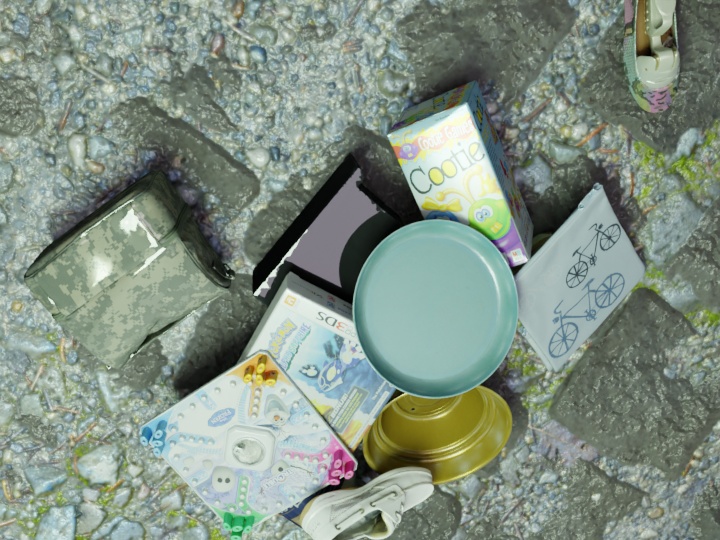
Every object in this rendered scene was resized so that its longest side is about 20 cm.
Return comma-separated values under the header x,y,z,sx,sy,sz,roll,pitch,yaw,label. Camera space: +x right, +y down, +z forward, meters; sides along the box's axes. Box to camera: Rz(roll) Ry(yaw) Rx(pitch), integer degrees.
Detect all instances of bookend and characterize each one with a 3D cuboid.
x,y,z,sx,sy,sz,roll,pitch,yaw,label
0.000,0.000,1.036,0.198,0.092,0.201,38,100,-17,bookend

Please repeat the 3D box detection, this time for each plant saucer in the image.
x,y,z,sx,sy,sz,roll,pitch,yaw,label
0.085,0.044,0.953,0.197,0.027,0.204,0,91,-12,plant saucer

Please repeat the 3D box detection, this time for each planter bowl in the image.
x,y,z,sx,sy,sz,roll,pitch,yaw,label
0.095,0.190,1.098,0.197,0.084,0.203,-5,129,-6,planter bowl

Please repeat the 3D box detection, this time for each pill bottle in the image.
x,y,z,sx,sy,sz,roll,pitch,yaw,label
-0.077,0.278,1.109,0.199,0.111,0.111,38,101,-15,pill bottle

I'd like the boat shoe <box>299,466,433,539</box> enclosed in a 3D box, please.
x,y,z,sx,sy,sz,roll,pitch,yaw,label
0.021,0.308,1.047,0.198,0.069,0.072,-11,130,-32,boat shoe

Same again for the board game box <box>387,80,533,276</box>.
x,y,z,sx,sy,sz,roll,pitch,yaw,label
0.124,-0.104,0.994,0.102,0.105,0.202,-18,110,22,board game box

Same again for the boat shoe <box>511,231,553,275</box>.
x,y,z,sx,sy,sz,roll,pitch,yaw,label
0.194,0.036,1.073,0.071,0.076,0.201,36,102,-15,boat shoe

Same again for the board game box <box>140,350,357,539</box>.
x,y,z,sx,sy,sz,roll,pitch,yaw,label
-0.136,0.221,1.008,0.198,0.026,0.201,-32,110,15,board game box

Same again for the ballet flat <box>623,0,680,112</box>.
x,y,z,sx,sy,sz,roll,pitch,yaw,label
0.351,-0.284,0.986,0.068,0.071,0.203,-12,109,-2,ballet flat

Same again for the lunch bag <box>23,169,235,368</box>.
x,y,z,sx,sy,sz,roll,pitch,yaw,label
-0.271,0.006,0.987,0.199,0.140,0.169,-34,107,7,lunch bag

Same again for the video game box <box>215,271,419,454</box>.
x,y,z,sx,sy,sz,roll,pitch,yaw,label
-0.054,0.127,1.002,0.180,0.047,0.201,27,114,-11,video game box

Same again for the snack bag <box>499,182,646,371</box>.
x,y,z,sx,sy,sz,roll,pitch,yaw,label
0.268,0.015,1.046,0.189,0.021,0.200,-46,131,-3,snack bag
